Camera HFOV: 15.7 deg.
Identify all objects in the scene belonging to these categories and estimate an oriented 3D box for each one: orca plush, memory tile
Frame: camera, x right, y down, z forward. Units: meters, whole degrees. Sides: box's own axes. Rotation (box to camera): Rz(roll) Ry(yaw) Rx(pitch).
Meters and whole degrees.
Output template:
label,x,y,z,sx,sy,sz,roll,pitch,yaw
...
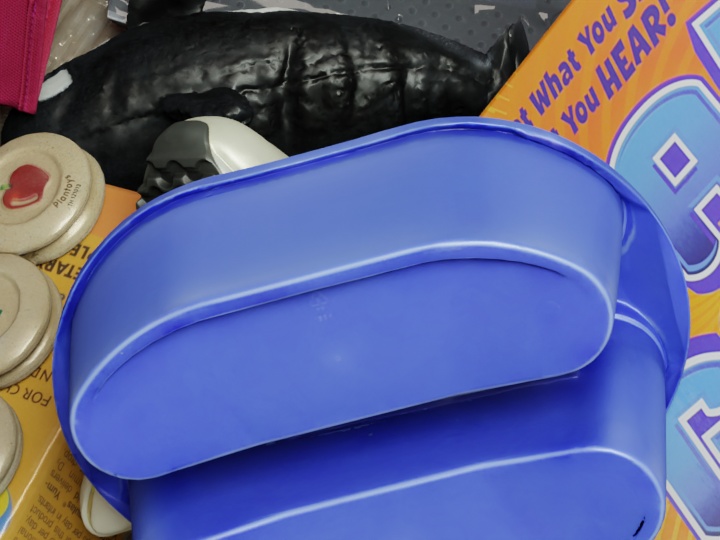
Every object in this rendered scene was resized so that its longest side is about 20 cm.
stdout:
label,x,y,z,sx,sy,sz,roll,pitch,yaw
orca plush,-0.036,-0.048,0.944,0.200,0.071,0.105,8,105,2
memory tile,-0.179,0.038,0.904,0.153,0.017,0.200,2,61,24

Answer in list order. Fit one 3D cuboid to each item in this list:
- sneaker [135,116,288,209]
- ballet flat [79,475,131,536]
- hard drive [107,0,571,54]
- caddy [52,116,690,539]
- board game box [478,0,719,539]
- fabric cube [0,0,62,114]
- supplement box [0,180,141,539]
label,x,y,z,sx,sy,sz,roll,pitch,yaw
sneaker,0.001,0.000,0.920,0.200,0.070,0.093,50,57,-32
ballet flat,-0.056,0.088,0.886,0.067,0.067,0.200,-23,112,2
hard drive,0.009,-0.130,1.015,0.200,0.042,0.135,9,70,-4
caddy,0.003,0.035,0.791,0.200,0.105,0.142,-14,116,7
board game box,0.179,-0.021,0.866,0.200,0.200,0.200,-16,62,-48
fabric cube,-0.188,-0.202,0.915,0.199,0.200,0.196,10,55,-4
supplement box,-0.118,0.068,0.911,0.066,0.069,0.200,15,69,30
